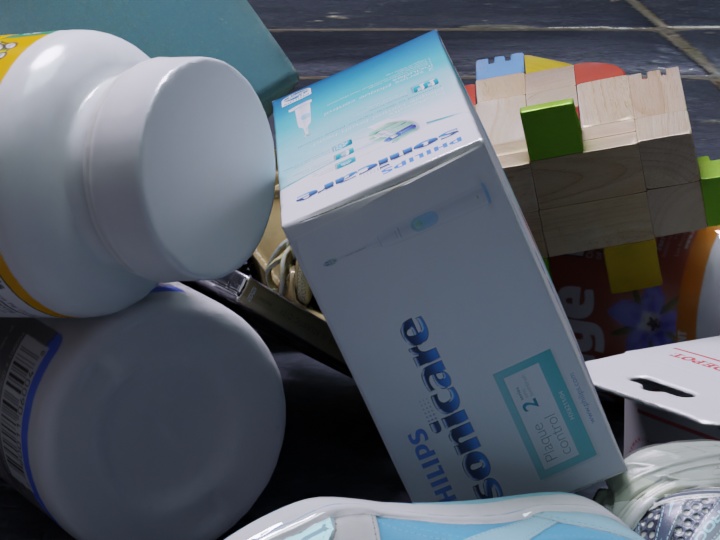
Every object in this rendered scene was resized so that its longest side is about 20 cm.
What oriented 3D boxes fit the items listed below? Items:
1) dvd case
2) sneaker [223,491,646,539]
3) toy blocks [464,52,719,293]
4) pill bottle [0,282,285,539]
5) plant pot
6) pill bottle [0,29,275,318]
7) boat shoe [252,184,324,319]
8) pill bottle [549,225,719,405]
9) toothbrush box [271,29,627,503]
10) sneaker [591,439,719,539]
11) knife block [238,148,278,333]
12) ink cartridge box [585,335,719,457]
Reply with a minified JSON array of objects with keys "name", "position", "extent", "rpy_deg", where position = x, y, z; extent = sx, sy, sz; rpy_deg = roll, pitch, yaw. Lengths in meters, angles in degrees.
[{"name":"dvd case","position":[-0.051,0.017,1.057],"extent":[0.148,0.016,0.200],"rpy_deg":[25,-5,37]},{"name":"sneaker","position":[0.039,0.123,0.733],"extent":[0.199,0.080,0.130],"rpy_deg":[-9,14,-30]},{"name":"toy blocks","position":[0.085,-0.060,1.085],"extent":[0.199,0.100,0.137],"rpy_deg":[-10,27,8]},{"name":"pill bottle","position":[-0.124,0.046,0.984],"extent":[0.113,0.114,0.200],"rpy_deg":[-7,15,-27]},{"name":"plant pot","position":[-0.166,-0.091,1.238],"extent":[0.200,0.142,0.141],"rpy_deg":[-36,-1,-21]},{"name":"pill bottle","position":[-0.137,-0.037,0.885],"extent":[0.199,0.113,0.113],"rpy_deg":[0,11,35]},{"name":"boat shoe","position":[-0.001,0.003,1.122],"extent":[0.063,0.073,0.201],"rpy_deg":[13,17,-45]},{"name":"pill bottle","position":[0.115,0.010,1.143],"extent":[0.199,0.113,0.112],"rpy_deg":[7,15,32]},{"name":"toothbrush box","position":[0.031,0.000,0.913],"extent":[0.085,0.147,0.200],"rpy_deg":[-23,16,5]},{"name":"sneaker","position":[0.192,0.105,0.857],"extent":[0.199,0.078,0.086],"rpy_deg":[-11,28,-16]},{"name":"knife block","position":[-0.039,-0.042,1.248],"extent":[0.175,0.201,0.064],"rpy_deg":[27,6,-17]},{"name":"ink cartridge box","position":[0.194,0.070,0.975],"extent":[0.199,0.068,0.115],"rpy_deg":[-8,13,-30]}]
